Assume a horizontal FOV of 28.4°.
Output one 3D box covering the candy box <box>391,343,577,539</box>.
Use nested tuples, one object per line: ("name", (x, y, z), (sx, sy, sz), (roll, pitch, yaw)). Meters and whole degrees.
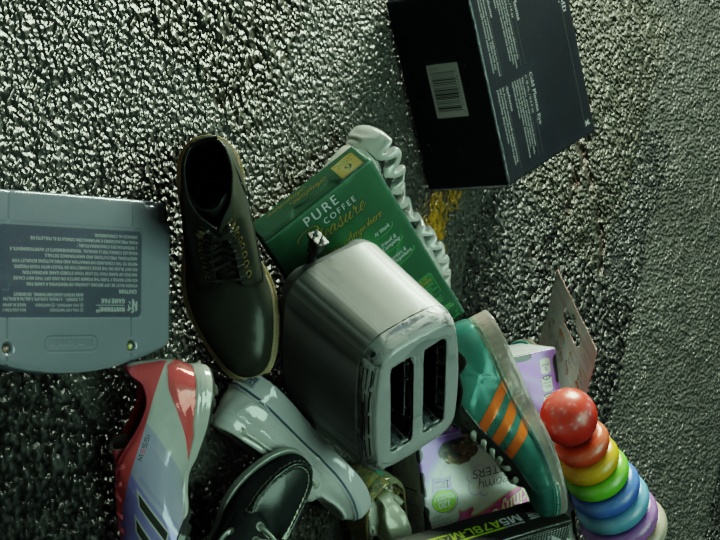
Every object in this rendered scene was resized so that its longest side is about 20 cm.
("candy box", (0.118, 0.186, 1.399), (0.166, 0.071, 0.202), (-10, 96, -24))

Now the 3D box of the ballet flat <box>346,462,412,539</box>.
("ballet flat", (0.030, 0.277, 1.344), (0.071, 0.070, 0.202), (-31, 113, -47))

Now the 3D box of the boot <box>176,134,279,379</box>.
("boot", (-0.110, -0.008, 1.118), (0.077, 0.138, 0.202), (-16, 93, -5))

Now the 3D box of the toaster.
("toaster", (0.009, 0.069, 1.195), (0.113, 0.129, 0.201), (-26, 136, -29))

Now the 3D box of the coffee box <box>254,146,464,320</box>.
("coffee box", (0.000, 0.000, 1.289), (0.123, 0.044, 0.201), (-39, 124, -5))

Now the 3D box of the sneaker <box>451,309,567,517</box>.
("sneaker", (0.123, 0.143, 1.320), (0.079, 0.071, 0.201), (-24, 84, -6))

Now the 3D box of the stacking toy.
("stacking toy", (0.227, 0.192, 1.363), (0.086, 0.085, 0.201), (-56, 132, -35))

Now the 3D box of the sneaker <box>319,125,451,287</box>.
("sneaker", (0.021, -0.036, 1.347), (0.081, 0.075, 0.201), (-43, 120, -26))

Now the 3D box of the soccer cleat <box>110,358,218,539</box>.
("soccer cleat", (-0.167, 0.167, 1.110), (0.073, 0.068, 0.202), (11, 94, -24))

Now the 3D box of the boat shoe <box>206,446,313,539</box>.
("boat shoe", (-0.095, 0.235, 1.153), (0.076, 0.060, 0.201), (44, 74, -35))

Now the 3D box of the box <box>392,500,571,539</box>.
("box", (0.095, 0.322, 1.336), (0.192, 0.048, 0.202), (-7, 122, -29))

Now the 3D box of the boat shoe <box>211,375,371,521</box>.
("boat shoe", (-0.064, 0.168, 1.240), (0.066, 0.073, 0.200), (-52, 124, -19))

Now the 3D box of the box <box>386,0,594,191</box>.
("box", (0.137, -0.205, 1.458), (0.182, 0.103, 0.202), (-31, 113, -46))

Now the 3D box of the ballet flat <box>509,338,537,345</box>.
("ballet flat", (0.151, 0.172, 1.503), (0.067, 0.068, 0.201), (38, 71, -48))

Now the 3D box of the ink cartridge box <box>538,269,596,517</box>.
("ink cartridge box", (0.221, 0.126, 1.470), (0.050, 0.161, 0.202), (4, 119, -12))

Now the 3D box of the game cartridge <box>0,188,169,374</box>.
("game cartridge", (-0.225, 0.010, 1.063), (0.199, 0.041, 0.135), (3, 84, -51))
